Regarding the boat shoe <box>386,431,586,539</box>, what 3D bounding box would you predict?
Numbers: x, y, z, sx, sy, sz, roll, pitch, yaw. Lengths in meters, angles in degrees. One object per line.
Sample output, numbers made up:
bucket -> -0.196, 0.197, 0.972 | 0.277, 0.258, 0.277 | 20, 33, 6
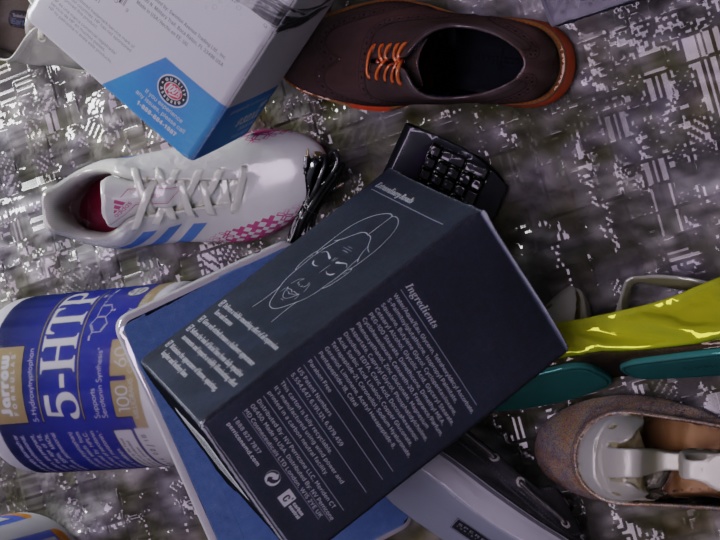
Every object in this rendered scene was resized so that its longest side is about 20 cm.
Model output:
boat shoe -> 0.099, 0.155, 1.228 | 0.199, 0.066, 0.070 | 35, 141, 1

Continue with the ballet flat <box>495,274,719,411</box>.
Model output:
ballet flat -> 0.149, 0.039, 1.208 | 0.199, 0.067, 0.067 | -11, 67, 24

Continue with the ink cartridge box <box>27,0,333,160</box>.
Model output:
ink cartridge box -> -0.090, -0.194, 1.234 | 0.145, 0.084, 0.200 | 41, 118, 10

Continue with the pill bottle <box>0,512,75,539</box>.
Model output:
pill bottle -> -0.276, 0.232, 1.348 | 0.111, 0.200, 0.113 | 2, 94, 27

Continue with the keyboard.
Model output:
keyboard -> 0.000, 0.000, 1.280 | 0.127, 0.021, 0.201 | 26, 104, 6

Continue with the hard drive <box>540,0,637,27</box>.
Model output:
hard drive -> 0.150, -0.257, 1.194 | 0.134, 0.042, 0.201 | -15, 86, 26

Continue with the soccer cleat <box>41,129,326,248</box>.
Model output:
soccer cleat -> -0.118, -0.047, 1.316 | 0.199, 0.086, 0.070 | -10, 89, 26

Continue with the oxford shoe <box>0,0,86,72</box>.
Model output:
oxford shoe -> -0.186, -0.167, 1.361 | 0.199, 0.058, 0.076 | 6, 93, 24

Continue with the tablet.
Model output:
tablet -> -0.059, 0.096, 1.262 | 0.201, 0.130, 0.014 | 67, 161, -5

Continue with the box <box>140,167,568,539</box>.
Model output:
box -> -0.007, 0.049, 1.175 | 0.200, 0.148, 0.107 | -38, 111, -8

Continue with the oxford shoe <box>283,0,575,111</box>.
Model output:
oxford shoe -> 0.029, -0.135, 1.245 | 0.199, 0.072, 0.072 | 1, 94, 27

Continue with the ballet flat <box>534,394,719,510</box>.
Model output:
ballet flat -> 0.187, 0.110, 1.183 | 0.199, 0.067, 0.069 | 0, 93, 27

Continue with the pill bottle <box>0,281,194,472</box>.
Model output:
pill bottle -> -0.188, 0.074, 1.340 | 0.199, 0.120, 0.121 | -6, 90, 26
